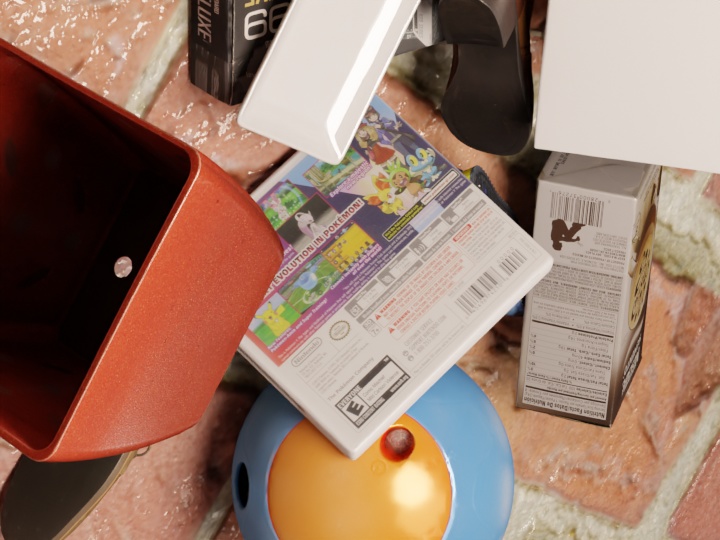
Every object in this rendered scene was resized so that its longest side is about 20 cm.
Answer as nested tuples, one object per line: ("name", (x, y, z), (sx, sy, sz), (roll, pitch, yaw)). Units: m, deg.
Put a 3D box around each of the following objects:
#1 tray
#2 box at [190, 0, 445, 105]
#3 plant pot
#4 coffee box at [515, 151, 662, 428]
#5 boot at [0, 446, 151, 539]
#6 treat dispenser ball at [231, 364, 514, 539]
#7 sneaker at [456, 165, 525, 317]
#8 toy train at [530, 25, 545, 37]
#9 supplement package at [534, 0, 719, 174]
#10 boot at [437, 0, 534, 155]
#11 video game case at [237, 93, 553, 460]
("tray", (-0.009, -0.174, 1.623), (0.107, 0.022, 0.201), (21, 98, -48))
("box", (-0.021, -0.210, 1.644), (0.199, 0.050, 0.159), (-19, 125, -36))
("plant pot", (-0.164, -0.001, 1.531), (0.176, 0.200, 0.201), (22, 96, -58))
("coffee box", (0.175, 0.002, 1.889), (0.113, 0.079, 0.201), (-58, 155, -56))
("boot", (-0.164, 0.114, 1.679), (0.200, 0.073, 0.075), (-54, 147, -9))
("treat dispenser ball", (0.009, 0.148, 1.759), (0.200, 0.201, 0.202), (-22, 126, -34))
("sneaker", (0.073, -0.019, 1.844), (0.200, 0.078, 0.066), (50, 33, -60))
("toy train", (0.217, -0.140, 1.861), (0.199, 0.116, 0.085), (7, 107, -45))
("supplement package", (0.209, -0.185, 1.713), (0.200, 0.150, 0.152), (-72, 168, -57))
("boot", (0.107, -0.204, 1.744), (0.189, 0.068, 0.201), (68, 35, -48))
("video game case", (0.000, 0.000, 1.698), (0.200, 0.182, 0.023), (-43, 167, -17))
